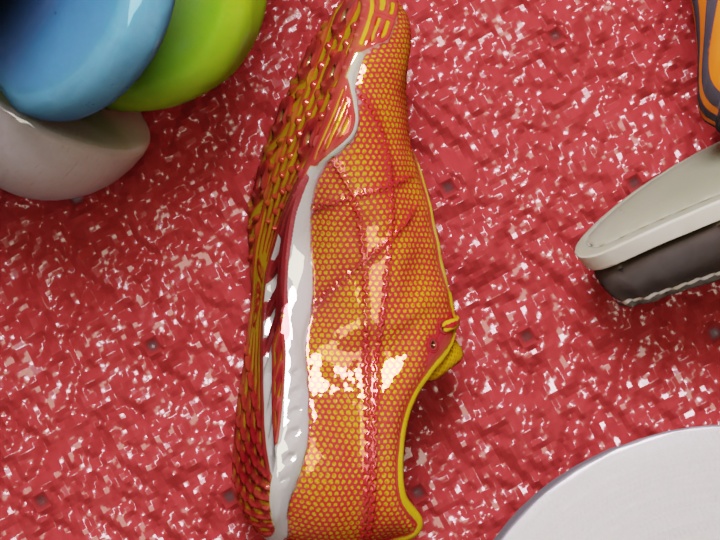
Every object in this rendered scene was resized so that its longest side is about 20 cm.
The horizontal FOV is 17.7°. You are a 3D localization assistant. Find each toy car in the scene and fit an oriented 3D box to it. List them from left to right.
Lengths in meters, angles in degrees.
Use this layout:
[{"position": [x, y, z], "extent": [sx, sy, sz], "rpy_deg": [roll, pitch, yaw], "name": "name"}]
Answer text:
[{"position": [-0.128, -0.122, 0.774], "extent": [0.199, 0.150, 0.176], "rpy_deg": [33, 108, 1], "name": "toy car"}]

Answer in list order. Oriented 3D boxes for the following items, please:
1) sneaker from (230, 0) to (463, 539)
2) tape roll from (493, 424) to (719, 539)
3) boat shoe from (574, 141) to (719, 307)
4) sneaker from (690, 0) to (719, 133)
[{"position": [0.000, 0.000, 0.830], "extent": [0.077, 0.073, 0.202], "rpy_deg": [7, 88, -20], "name": "sneaker"}, {"position": [0.125, 0.155, 0.802], "extent": [0.199, 0.066, 0.202], "rpy_deg": [0, 84, 0], "name": "tape roll"}, {"position": [0.176, -0.030, 0.818], "extent": [0.200, 0.072, 0.061], "rpy_deg": [-26, 107, 6], "name": "boat shoe"}, {"position": [0.115, -0.146, 0.835], "extent": [0.111, 0.078, 0.201], "rpy_deg": [9, 71, 7], "name": "sneaker"}]
